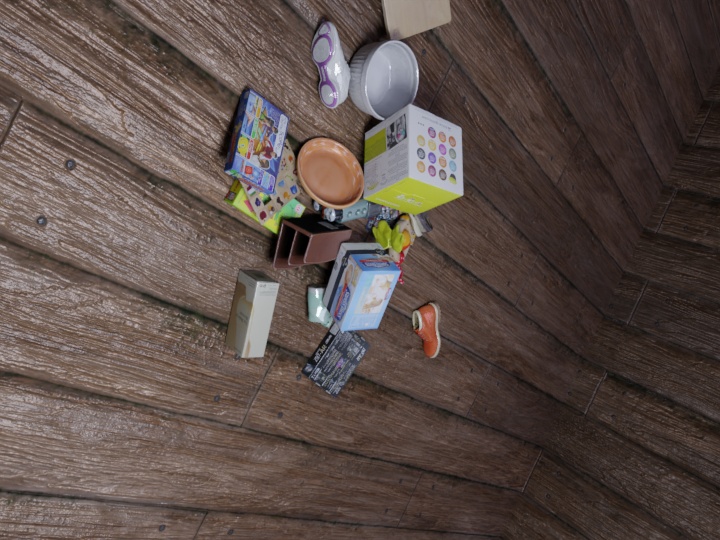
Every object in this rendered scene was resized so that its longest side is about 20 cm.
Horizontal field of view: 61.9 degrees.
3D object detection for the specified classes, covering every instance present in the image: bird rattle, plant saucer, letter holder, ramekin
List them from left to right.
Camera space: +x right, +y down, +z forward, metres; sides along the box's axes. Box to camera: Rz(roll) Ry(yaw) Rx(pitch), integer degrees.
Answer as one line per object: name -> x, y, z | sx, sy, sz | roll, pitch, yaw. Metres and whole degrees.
letter holder -> -0.128, -0.056, 1.588 | 0.199, 0.099, 0.146 | -13, 125, -60
plant saucer -> -0.082, -0.250, 1.574 | 0.196, 0.037, 0.205 | 13, 63, -27
ramekin -> 0.053, -0.511, 1.611 | 0.197, 0.104, 0.206 | -19, 119, -37
bird rattle -> 0.119, -0.071, 1.818 | 0.164, 0.110, 0.203 | -55, 140, -34

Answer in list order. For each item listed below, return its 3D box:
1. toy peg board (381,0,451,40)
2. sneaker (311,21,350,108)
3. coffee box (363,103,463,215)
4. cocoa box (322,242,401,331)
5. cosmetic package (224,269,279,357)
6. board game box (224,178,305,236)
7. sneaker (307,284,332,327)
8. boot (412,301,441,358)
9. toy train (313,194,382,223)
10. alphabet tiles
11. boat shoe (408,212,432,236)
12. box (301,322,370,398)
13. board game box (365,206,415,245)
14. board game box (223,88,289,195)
toy peg board -> 0.127, -0.748, 1.607 | 0.195, 0.098, 0.204 | -24, 123, -16
sneaker -> -0.071, -0.524, 1.527 | 0.099, 0.073, 0.205 | -39, 132, -49
coffee box -> 0.140, -0.287, 1.615 | 0.196, 0.198, 0.204 | 12, 72, -35
cocoa box -> 0.000, 0.045, 1.637 | 0.131, 0.132, 0.204 | 0, 126, -34
cosmetic package -> -0.282, 0.112, 1.555 | 0.070, 0.104, 0.206 | 5, 102, -42
board game box -> -0.238, -0.168, 1.518 | 0.199, 0.047, 0.103 | 35, 83, -46
sneaker -> -0.073, 0.104, 1.768 | 0.196, 0.073, 0.122 | 0, 101, -33
boot -> 0.225, 0.219, 2.110 | 0.105, 0.074, 0.206 | -16, 109, -34
toy train -> -0.032, -0.184, 1.652 | 0.197, 0.113, 0.087 | -16, 130, -38
alphabet tiles -> -0.219, -0.236, 1.478 | 0.200, 0.007, 0.170 | -48, 124, -43
boat shoe -> 0.173, -0.187, 1.821 | 0.063, 0.073, 0.202 | -17, 133, 9
box -> -0.073, 0.273, 1.862 | 0.202, 0.043, 0.160 | -56, 135, -10
board game box -> 0.112, -0.166, 1.860 | 0.197, 0.034, 0.139 | 15, 96, -46
board game box -> -0.241, -0.301, 1.418 | 0.134, 0.034, 0.206 | 27, 67, -46
